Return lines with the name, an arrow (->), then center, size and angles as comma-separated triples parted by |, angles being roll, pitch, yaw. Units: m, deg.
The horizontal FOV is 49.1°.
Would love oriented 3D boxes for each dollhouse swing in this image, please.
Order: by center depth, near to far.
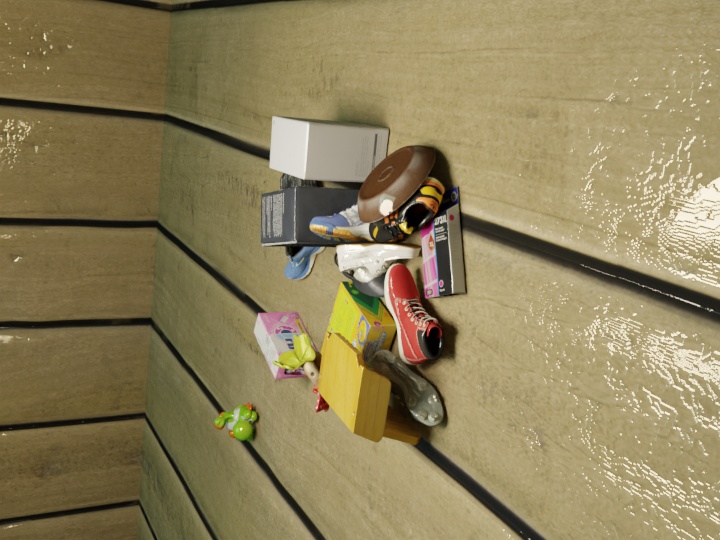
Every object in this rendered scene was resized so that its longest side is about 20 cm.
dollhouse swing -> 0.032, 0.232, 1.568 | 0.200, 0.173, 0.185 | -146, 63, -63

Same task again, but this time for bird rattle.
bird rattle -> -0.100, 0.237, 1.873 | 0.113, 0.200, 0.163 | -46, 1, 10

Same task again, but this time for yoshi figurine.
yoshi figurine -> -0.378, 0.476, 2.405 | 0.199, 0.111, 0.114 | -29, 80, 55

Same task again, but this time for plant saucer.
plant saucer -> 0.060, -0.179, 1.546 | 0.200, 0.037, 0.201 | -39, 24, 20

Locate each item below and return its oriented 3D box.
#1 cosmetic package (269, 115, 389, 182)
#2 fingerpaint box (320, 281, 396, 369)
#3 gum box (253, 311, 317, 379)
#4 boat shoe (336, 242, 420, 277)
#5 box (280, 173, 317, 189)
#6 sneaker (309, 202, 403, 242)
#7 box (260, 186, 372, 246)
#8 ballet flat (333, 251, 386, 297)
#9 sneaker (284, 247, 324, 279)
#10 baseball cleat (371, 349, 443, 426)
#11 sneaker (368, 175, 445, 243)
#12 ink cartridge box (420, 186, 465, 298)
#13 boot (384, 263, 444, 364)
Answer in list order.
cosmetic package -> -0.074, -0.268, 1.744 | 0.199, 0.197, 0.125 | 27, 113, 59
fingerpaint box -> -0.006, 0.153, 1.749 | 0.167, 0.072, 0.203 | 54, 135, 48
gum box -> -0.190, 0.195, 2.042 | 0.201, 0.112, 0.067 | 57, 137, 45
boat shoe -> 0.038, -0.022, 1.630 | 0.198, 0.070, 0.071 | -1, 91, 37
box -> -0.161, -0.198, 2.022 | 0.160, 0.043, 0.203 | 129, 144, -49
sneaker -> -0.007, -0.107, 1.645 | 0.075, 0.196, 0.090 | 124, 148, -79
box -> -0.098, -0.116, 1.772 | 0.196, 0.197, 0.126 | 3, 93, 60
ballet flat -> 0.000, 0.000, 1.722 | 0.199, 0.072, 0.074 | 34, 119, 54
sneaker -> -0.160, -0.048, 2.013 | 0.201, 0.088, 0.079 | -56, 42, 46
baseball cleat -> 0.100, 0.240, 1.577 | 0.200, 0.069, 0.107 | 49, 170, 30
sneaker -> 0.078, -0.099, 1.518 | 0.199, 0.070, 0.091 | -36, 26, 39
ink cartridge box -> 0.155, -0.051, 1.499 | 0.094, 0.037, 0.204 | -15, 75, 61
boot -> 0.109, 0.076, 1.521 | 0.144, 0.071, 0.203 | 147, 112, -69
